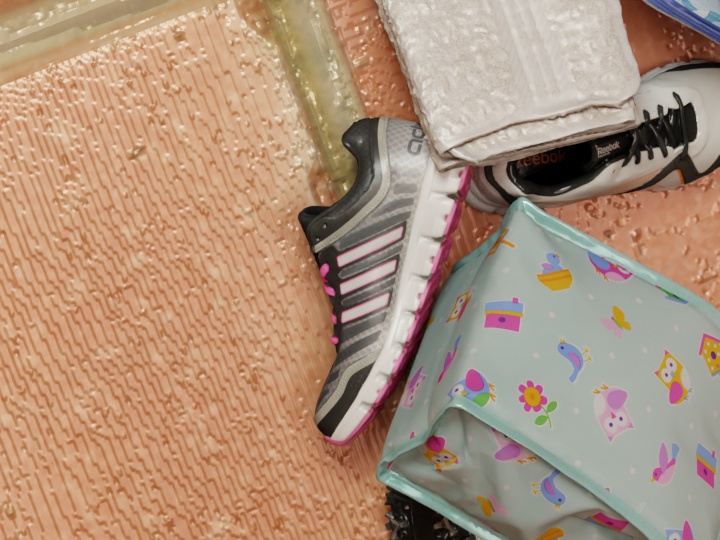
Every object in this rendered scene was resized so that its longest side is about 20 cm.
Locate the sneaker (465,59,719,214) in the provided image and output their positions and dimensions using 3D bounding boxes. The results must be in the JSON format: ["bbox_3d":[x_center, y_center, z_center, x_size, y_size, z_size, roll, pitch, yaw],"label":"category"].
[{"bbox_3d":[0.157,-0.074,1.749,0.199,0.080,0.074,-18,96,-14],"label":"sneaker"}]

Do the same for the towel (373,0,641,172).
[{"bbox_3d":[0.074,-0.155,1.701,0.132,0.035,0.201,-15,67,-14],"label":"towel"}]

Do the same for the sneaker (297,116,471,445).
[{"bbox_3d":[0.000,0.000,1.720,0.087,0.074,0.201,20,102,7],"label":"sneaker"}]

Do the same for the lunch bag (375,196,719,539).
[{"bbox_3d":[0.130,0.085,1.702,0.199,0.122,0.171,31,51,-13],"label":"lunch bag"}]

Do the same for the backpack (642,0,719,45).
[{"bbox_3d":[0.228,-0.202,1.696,0.182,0.200,0.147,26,107,-16],"label":"backpack"}]

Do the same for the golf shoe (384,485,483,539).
[{"bbox_3d":[0.079,0.178,1.759,0.094,0.078,0.201,-21,98,-34],"label":"golf shoe"}]
